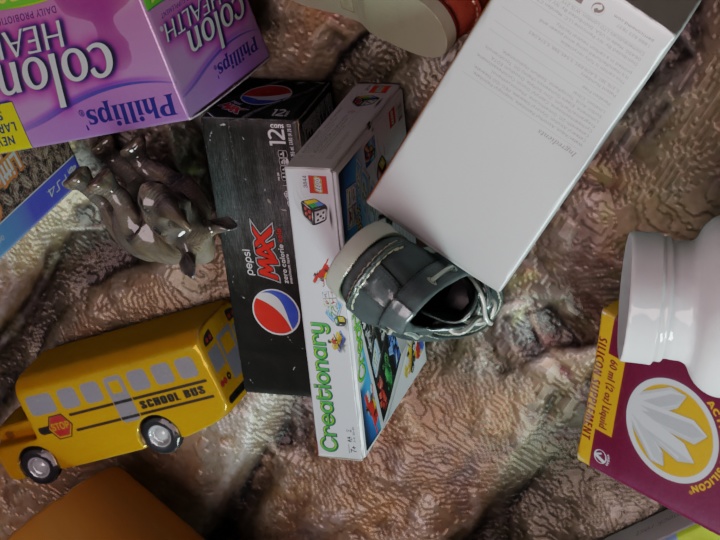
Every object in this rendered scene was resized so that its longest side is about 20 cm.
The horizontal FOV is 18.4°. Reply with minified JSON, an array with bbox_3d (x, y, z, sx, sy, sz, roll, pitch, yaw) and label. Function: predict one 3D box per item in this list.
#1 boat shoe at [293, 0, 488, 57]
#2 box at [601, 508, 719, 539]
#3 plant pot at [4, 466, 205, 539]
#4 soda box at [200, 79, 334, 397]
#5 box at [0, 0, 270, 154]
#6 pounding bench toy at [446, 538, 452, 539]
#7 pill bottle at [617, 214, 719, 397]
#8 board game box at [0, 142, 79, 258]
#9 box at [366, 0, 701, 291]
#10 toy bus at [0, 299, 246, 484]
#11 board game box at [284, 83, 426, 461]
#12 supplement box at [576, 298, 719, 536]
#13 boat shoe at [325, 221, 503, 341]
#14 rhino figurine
[{"bbox_3d":[-0.007,-0.191,1.316,0.200,0.063,0.071,30,151,27],"label":"boat shoe"},{"bbox_3d":[0.237,0.207,1.444,0.200,0.048,0.122,-30,102,32],"label":"box"},{"bbox_3d":[-0.164,0.247,1.565,0.183,0.200,0.200,51,125,10],"label":"plant pot"},{"bbox_3d":[-0.047,-0.019,1.431,0.071,0.063,0.200,4,118,22],"label":"soda box"},{"bbox_3d":[-0.180,-0.187,1.358,0.176,0.097,0.200,-6,115,36],"label":"box"},{"bbox_3d":[0.053,0.303,1.462,0.124,0.200,0.156,30,109,6],"label":"pounding bench toy"},{"bbox_3d":[0.245,0.023,1.230,0.199,0.104,0.104,5,120,2],"label":"pill bottle"},{"bbox_3d":[-0.289,-0.104,1.429,0.097,0.159,0.200,-12,113,28],"label":"board game box"},{"bbox_3d":[0.106,-0.108,1.280,0.097,0.124,0.200,34,124,3],"label":"box"},{"bbox_3d":[-0.166,0.086,1.538,0.200,0.065,0.078,-16,110,29],"label":"toy bus"},{"bbox_3d":[0.000,0.000,1.383,0.035,0.126,0.200,5,118,20],"label":"board game box"},{"bbox_3d":[0.237,0.095,1.318,0.200,0.086,0.111,28,125,33],"label":"supplement box"},{"bbox_3d":[0.046,0.021,1.338,0.062,0.200,0.073,41,98,24],"label":"boat shoe"},{"bbox_3d":[-0.127,-0.038,1.399,0.060,0.200,0.087,-44,106,-8],"label":"rhino figurine"}]
